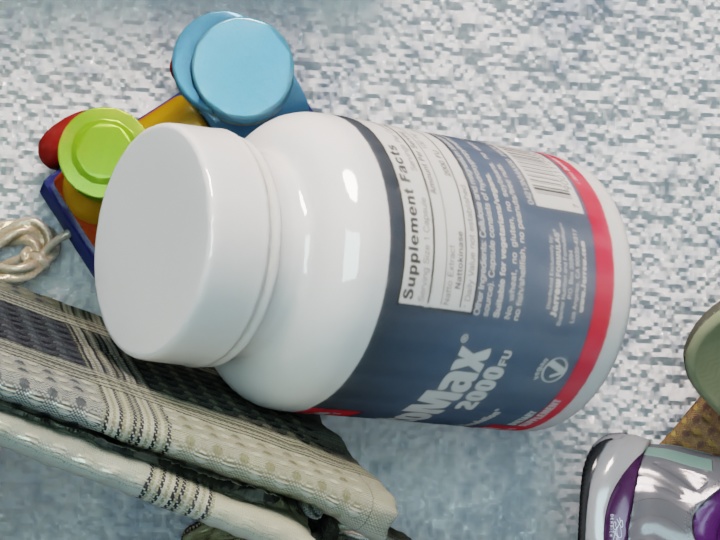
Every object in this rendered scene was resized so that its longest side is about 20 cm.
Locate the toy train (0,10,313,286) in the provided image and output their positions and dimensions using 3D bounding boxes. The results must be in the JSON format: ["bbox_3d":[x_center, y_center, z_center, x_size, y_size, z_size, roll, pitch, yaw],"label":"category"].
[{"bbox_3d":[-0.110,-0.035,0.889,0.199,0.116,0.085,-33,84,-7],"label":"toy train"}]

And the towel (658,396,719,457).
[{"bbox_3d":[0.236,0.102,0.899,0.200,0.022,0.147,39,114,5],"label":"towel"}]

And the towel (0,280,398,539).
[{"bbox_3d":[-0.094,0.052,0.820,0.199,0.193,0.035,20,96,-17],"label":"towel"}]

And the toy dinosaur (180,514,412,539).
[{"bbox_3d":[0.002,0.122,0.854,0.199,0.088,0.048,16,94,26],"label":"toy dinosaur"}]

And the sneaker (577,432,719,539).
[{"bbox_3d":[0.130,0.171,0.880,0.087,0.074,0.202,5,84,11],"label":"sneaker"}]

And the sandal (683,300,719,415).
[{"bbox_3d":[0.221,0.077,0.854,0.201,0.057,0.080,38,114,5],"label":"sandal"}]

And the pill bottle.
[{"bbox_3d":[0.000,0.000,0.846,0.199,0.119,0.121,7,79,-35],"label":"pill bottle"}]
